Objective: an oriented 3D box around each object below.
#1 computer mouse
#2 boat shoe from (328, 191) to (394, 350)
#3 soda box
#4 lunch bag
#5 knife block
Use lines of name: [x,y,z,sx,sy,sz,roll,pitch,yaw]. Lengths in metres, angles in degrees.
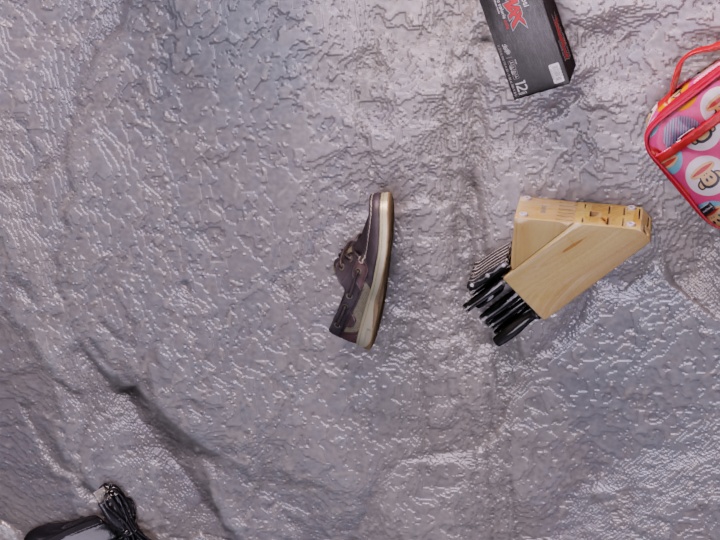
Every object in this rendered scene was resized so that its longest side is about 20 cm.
computer mouse: [-0.378,0.373,1.920,0.200,0.053,0.139,-22,109,22]
boat shoe: [0.000,0.000,1.640,0.065,0.072,0.200,10,123,3]
soda box: [0.158,-0.282,1.464,0.063,0.071,0.200,-14,111,20]
lunch bag: [0.395,-0.158,1.467,0.200,0.082,0.176,-39,98,24]
knife block: [0.216,0.011,1.597,0.200,0.064,0.176,5,117,11]
